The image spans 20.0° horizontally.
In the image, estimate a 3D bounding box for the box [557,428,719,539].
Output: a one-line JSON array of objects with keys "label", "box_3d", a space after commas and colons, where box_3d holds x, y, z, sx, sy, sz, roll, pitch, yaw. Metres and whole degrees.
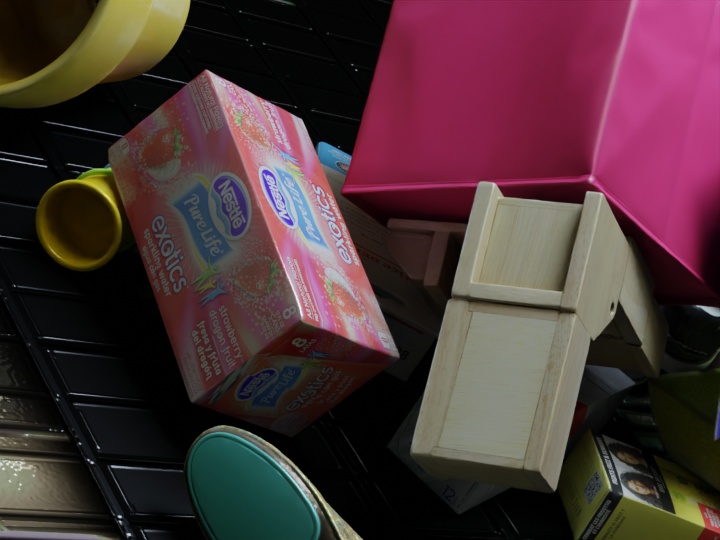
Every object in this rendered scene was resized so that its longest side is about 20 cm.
[{"label": "box", "box_3d": [0.232, 0.177, 1.387, 0.200, 0.050, 0.075, 24, 24, -18]}]

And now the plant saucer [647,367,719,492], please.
[{"label": "plant saucer", "box_3d": [0.304, 0.142, 1.425, 0.200, 0.048, 0.200, 35, 17, 25]}]

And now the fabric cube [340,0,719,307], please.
[{"label": "fabric cube", "box_3d": [0.137, -0.102, 1.354, 0.196, 0.199, 0.200, -1, -24, 36]}]

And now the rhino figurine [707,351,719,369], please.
[{"label": "rhino figurine", "box_3d": [0.286, 0.075, 1.586, 0.200, 0.087, 0.060, 44, 28, 24]}]

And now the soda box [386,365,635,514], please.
[{"label": "soda box", "box_3d": [0.105, 0.097, 1.374, 0.068, 0.063, 0.200, 42, 27, 20]}]

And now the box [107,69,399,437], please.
[{"label": "box", "box_3d": [-0.070, -0.011, 1.269, 0.103, 0.095, 0.200, 25, 35, -49]}]

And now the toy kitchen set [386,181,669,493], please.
[{"label": "toy kitchen set", "box_3d": [0.079, 0.063, 1.275, 0.163, 0.181, 0.200, 6, -22, 24]}]

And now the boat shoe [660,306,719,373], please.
[{"label": "boat shoe", "box_3d": [0.270, 0.011, 1.530, 0.076, 0.060, 0.200, 31, 35, 4]}]

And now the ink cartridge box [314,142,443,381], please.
[{"label": "ink cartridge box", "box_3d": [0.000, 0.000, 1.427, 0.116, 0.067, 0.200, 28, 25, -11]}]

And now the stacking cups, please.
[{"label": "stacking cups", "box_3d": [-0.151, -0.051, 1.378, 0.060, 0.061, 0.200, 34, 20, 6]}]

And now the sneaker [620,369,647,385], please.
[{"label": "sneaker", "box_3d": [0.150, 0.018, 1.546, 0.200, 0.082, 0.074, 18, 31, -24]}]

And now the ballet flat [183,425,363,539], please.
[{"label": "ballet flat", "box_3d": [-0.021, 0.166, 1.124, 0.200, 0.071, 0.071, 43, 28, 23]}]

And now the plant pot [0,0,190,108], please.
[{"label": "plant pot", "box_3d": [-0.214, -0.207, 1.438, 0.201, 0.201, 0.189, 40, 11, 18]}]

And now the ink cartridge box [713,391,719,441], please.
[{"label": "ink cartridge box", "box_3d": [0.282, 0.005, 1.372, 0.043, 0.200, 0.198, 6, 8, 22]}]
